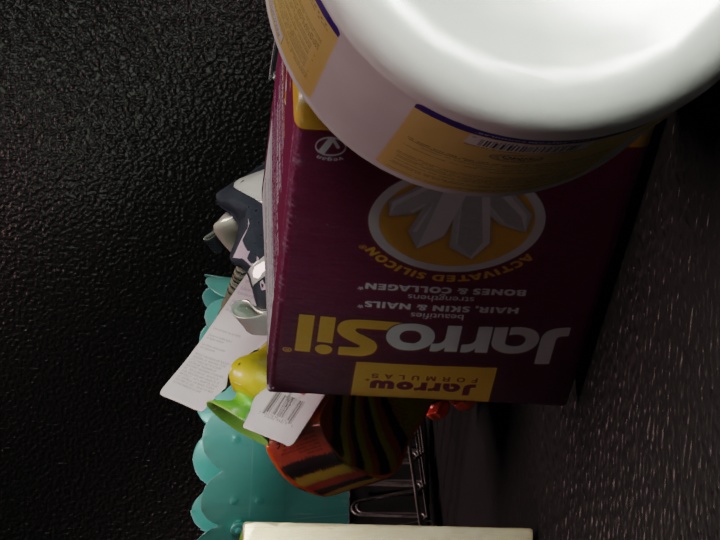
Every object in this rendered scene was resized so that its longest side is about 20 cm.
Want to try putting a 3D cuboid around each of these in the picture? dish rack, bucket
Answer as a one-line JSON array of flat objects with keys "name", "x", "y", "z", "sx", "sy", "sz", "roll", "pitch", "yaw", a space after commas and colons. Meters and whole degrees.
[{"name": "dish rack", "x": 0.012, "y": 0.071, "z": 1.475, "sx": 0.154, "sy": 0.054, "sz": 0.201, "roll": -92, "pitch": -4, "yaw": -53}, {"name": "bucket", "x": -0.047, "y": 0.105, "z": 1.817, "sx": 0.207, "sy": 0.134, "sz": 0.209, "roll": -177, "pitch": 90, "yaw": -85}]

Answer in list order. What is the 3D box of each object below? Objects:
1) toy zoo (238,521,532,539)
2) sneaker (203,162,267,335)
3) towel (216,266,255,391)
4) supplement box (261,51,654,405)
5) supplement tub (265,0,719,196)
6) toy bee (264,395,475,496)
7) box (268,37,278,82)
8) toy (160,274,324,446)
[{"name": "toy zoo", "x": 0.003, "y": 0.144, "z": 1.236, "sx": 0.200, "sy": 0.130, "sz": 0.021, "roll": 114, "pitch": 158, "yaw": -75}, {"name": "sneaker", "x": -0.011, "y": -0.048, "z": 1.195, "sx": 0.080, "sy": 0.129, "sz": 0.200, "roll": 47, "pitch": -140, "yaw": -47}, {"name": "towel", "x": -0.012, "y": -0.037, "z": 1.435, "sx": 0.193, "sy": 0.034, "sz": 0.201, "roll": -50, "pitch": -10, "yaw": -41}, {"name": "supplement box", "x": 0.031, "y": -0.043, "z": 0.999, "sx": 0.201, "sy": 0.130, "sz": 0.104, "roll": 98, "pitch": 172, "yaw": -56}, {"name": "supplement tub", "x": 0.044, "y": -0.100, "z": 0.785, "sx": 0.200, "sy": 0.144, "sz": 0.147, "roll": 139, "pitch": 133, "yaw": -83}, {"name": "toy bee", "x": 0.021, "y": 0.049, "z": 1.314, "sx": 0.130, "sy": 0.109, "sz": 0.200, "roll": -5, "pitch": 42, "yaw": 48}, {"name": "box", "x": 0.002, "y": -0.193, "z": 1.112, "sx": 0.158, "sy": 0.049, "sz": 0.202, "roll": -88, "pitch": 7, "yaw": -69}, {"name": "toy", "x": 0.000, "y": 0.000, "z": 1.249, "sx": 0.200, "sy": 0.047, "sz": 0.115, "roll": -53, "pitch": 34, "yaw": -16}]
